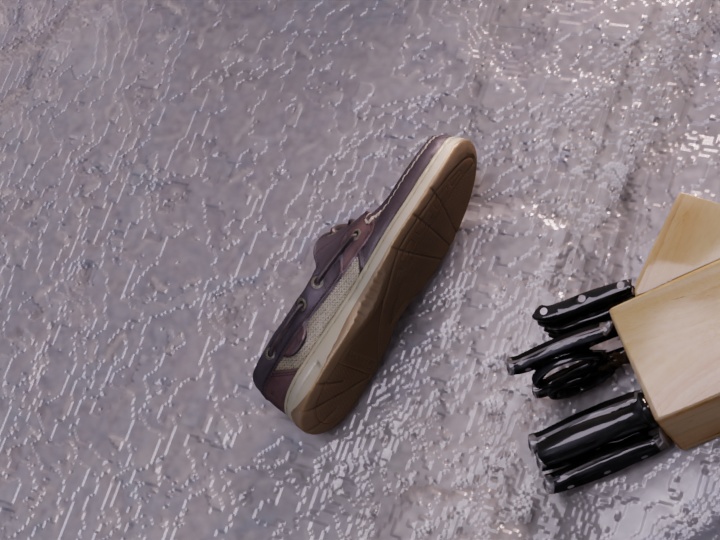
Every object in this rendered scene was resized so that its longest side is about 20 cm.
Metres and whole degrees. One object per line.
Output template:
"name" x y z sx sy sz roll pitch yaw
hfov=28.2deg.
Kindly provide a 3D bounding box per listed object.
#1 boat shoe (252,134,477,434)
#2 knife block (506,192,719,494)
"boat shoe" 0.000 0.000 0.865 0.065 0.072 0.200 29 89 27
"knife block" 0.183 0.057 0.756 0.200 0.064 0.176 20 80 31
